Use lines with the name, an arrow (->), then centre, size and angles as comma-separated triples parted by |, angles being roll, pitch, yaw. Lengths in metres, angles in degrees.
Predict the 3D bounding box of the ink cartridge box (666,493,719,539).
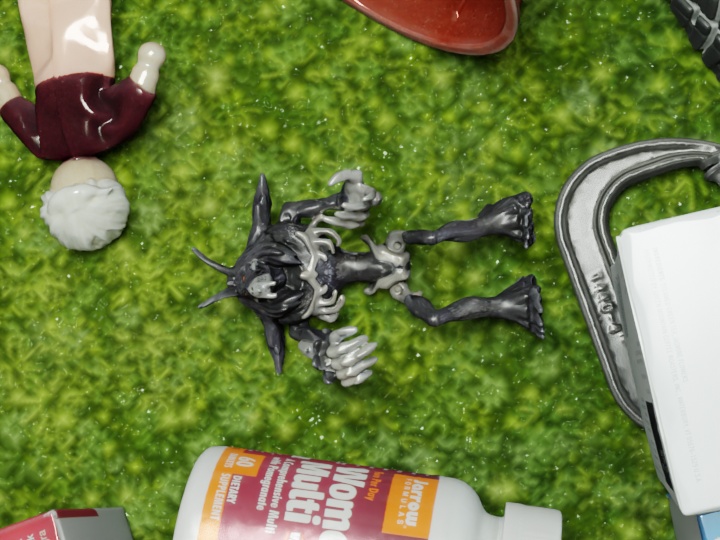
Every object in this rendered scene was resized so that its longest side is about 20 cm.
ink cartridge box -> 0.277, 0.169, 0.757 | 0.200, 0.145, 0.147 | -13, 82, 4

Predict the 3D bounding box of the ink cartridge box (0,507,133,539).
ink cartridge box -> -0.225, 0.199, 0.801 | 0.200, 0.147, 0.083 | -20, 80, 2

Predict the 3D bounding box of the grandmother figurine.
grandmother figurine -> -0.168, -0.111, 0.886 | 0.121, 0.061, 0.200 | -8, 84, 32

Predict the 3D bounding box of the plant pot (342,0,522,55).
plant pot -> 0.054, -0.259, 0.823 | 0.201, 0.201, 0.195 | 33, 78, 9

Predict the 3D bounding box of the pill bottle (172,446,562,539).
pill bottle -> 0.005, 0.161, 0.803 | 0.200, 0.110, 0.110 | 7, 83, 7

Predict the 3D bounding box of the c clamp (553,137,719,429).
c clamp -> 0.209, 0.008, 0.849 | 0.171, 0.027, 0.200 | -26, 82, 7

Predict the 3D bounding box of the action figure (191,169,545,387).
action figure -> 0.000, 0.000, 0.831 | 0.200, 0.102, 0.119 | -5, 93, 3

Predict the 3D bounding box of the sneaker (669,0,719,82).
sneaker -> 0.219, -0.176, 0.846 | 0.090, 0.078, 0.200 | -36, 82, -7

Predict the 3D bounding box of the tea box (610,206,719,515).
tea box -> 0.233, 0.030, 0.729 | 0.196, 0.200, 0.134 | -12, 85, 7
